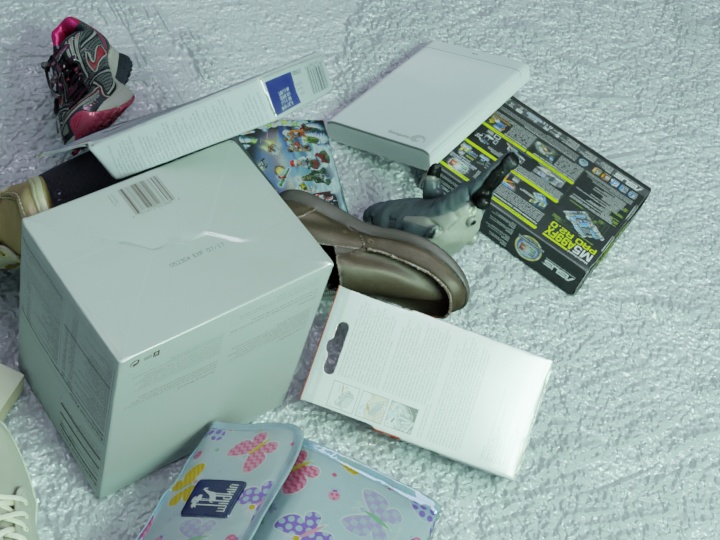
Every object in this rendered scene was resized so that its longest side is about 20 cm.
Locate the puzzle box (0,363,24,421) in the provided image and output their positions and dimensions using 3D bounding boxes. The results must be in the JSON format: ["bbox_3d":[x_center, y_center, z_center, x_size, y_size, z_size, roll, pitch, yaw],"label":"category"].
[{"bbox_3d":[-0.387,0.097,0.944,0.199,0.026,0.134,25,51,2],"label":"puzzle box"}]

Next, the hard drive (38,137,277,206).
[{"bbox_3d":[-0.191,-0.065,1.084,0.199,0.042,0.135,-26,61,-23],"label":"hard drive"}]

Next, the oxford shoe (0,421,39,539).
[{"bbox_3d":[-0.267,0.191,0.875,0.075,0.058,0.201,4,56,-33],"label":"oxford shoe"}]

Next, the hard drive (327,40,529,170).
[{"bbox_3d":[0.075,-0.182,1.277,0.131,0.027,0.200,21,46,31],"label":"hard drive"}]

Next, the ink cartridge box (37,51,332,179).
[{"bbox_3d":[-0.138,-0.124,0.996,0.198,0.041,0.200,-16,12,16],"label":"ink cartridge box"}]

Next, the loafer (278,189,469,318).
[{"bbox_3d":[0.000,0.000,1.067,0.199,0.073,0.071,22,51,10],"label":"loafer"}]

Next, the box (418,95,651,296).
[{"bbox_3d":[0.186,-0.087,1.256,0.199,0.044,0.160,35,52,11],"label":"box"}]

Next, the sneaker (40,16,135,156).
[{"bbox_3d":[-0.265,-0.174,1.119,0.075,0.080,0.200,45,11,-29],"label":"sneaker"}]

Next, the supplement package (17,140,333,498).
[{"bbox_3d":[-0.155,0.038,0.949,0.190,0.201,0.147,-25,63,-32],"label":"supplement package"}]

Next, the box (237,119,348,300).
[{"bbox_3d":[-0.083,-0.061,1.153,0.136,0.040,0.201,-3,55,-19],"label":"box"}]

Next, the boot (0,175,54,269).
[{"bbox_3d":[-0.329,-0.023,0.964,0.154,0.200,0.073,-17,98,-26],"label":"boot"}]

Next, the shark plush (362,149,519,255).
[{"bbox_3d":[0.066,-0.059,1.102,0.090,0.200,0.084,-3,69,-27],"label":"shark plush"}]

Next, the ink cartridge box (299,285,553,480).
[{"bbox_3d":[0.056,0.098,1.039,0.198,0.050,0.110,20,83,-1],"label":"ink cartridge box"}]

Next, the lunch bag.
[{"bbox_3d":[-0.064,0.216,0.893,0.199,0.128,0.170,25,48,11],"label":"lunch bag"}]
